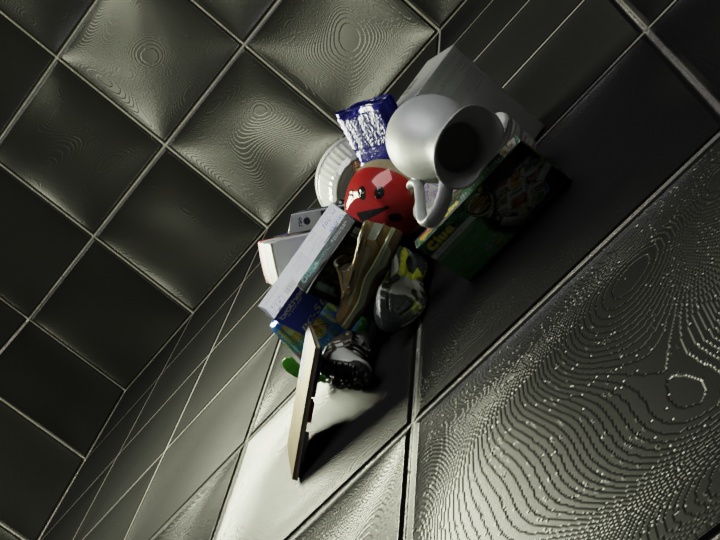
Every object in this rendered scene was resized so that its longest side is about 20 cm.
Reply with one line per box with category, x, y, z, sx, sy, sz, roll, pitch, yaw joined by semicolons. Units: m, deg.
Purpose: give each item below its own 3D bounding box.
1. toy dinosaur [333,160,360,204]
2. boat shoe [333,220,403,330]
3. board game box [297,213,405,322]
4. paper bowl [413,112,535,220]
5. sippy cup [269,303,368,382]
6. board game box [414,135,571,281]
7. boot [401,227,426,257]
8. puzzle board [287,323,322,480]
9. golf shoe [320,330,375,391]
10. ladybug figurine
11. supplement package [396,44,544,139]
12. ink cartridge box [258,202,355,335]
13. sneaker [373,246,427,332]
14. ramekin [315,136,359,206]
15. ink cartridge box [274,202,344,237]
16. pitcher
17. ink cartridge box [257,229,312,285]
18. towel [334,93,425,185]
toy dinosaur;0.001;-0.114;1.863;0.136;0.102;0.200;-39;22;47
boat shoe;-0.006;0.003;1.486;0.072;0.076;0.200;-67;3;-56
board game box;0.000;0.000;1.566;0.028;0.200;0.135;40;98;36
paper bowl;0.178;-0.124;1.442;0.201;0.104;0.201;-48;12;13
sippy cup;-0.077;0.097;1.670;0.140;0.130;0.178;-50;12;9
board game box;0.175;-0.080;1.322;0.200;0.105;0.023;-46;36;20
boot;0.102;-0.067;1.706;0.200;0.075;0.097;-59;-9;-10
puzzle board;-0.083;0.192;1.477;0.151;0.017;0.201;-124;44;-78
golf shoe;-0.018;0.127;1.494;0.095;0.078;0.200;-54;13;-13
ladybug figurine;0.034;-0.108;1.590;0.072;0.136;0.200;-36;6;-28
supplement package;0.169;-0.242;1.594;0.121;0.200;0.120;-53;13;-12
ink cartridge box;-0.067;0.000;1.556;0.044;0.094;0.200;36;92;35
sneaker;0.057;0.045;1.510;0.085;0.074;0.200;-62;2;32
ramekin;0.015;-0.171;1.990;0.200;0.200;0.105;-50;21;4
ink cartridge box;-0.051;-0.098;1.757;0.199;0.039;0.099;-11;6;15
pitcher;0.097;-0.151;1.338;0.172;0.121;0.200;-64;22;5
ink cartridge box;-0.092;-0.025;1.726;0.146;0.083;0.200;-12;5;-11
towel;0.049;-0.187;1.613;0.049;0.201;0.147;-35;19;-28
